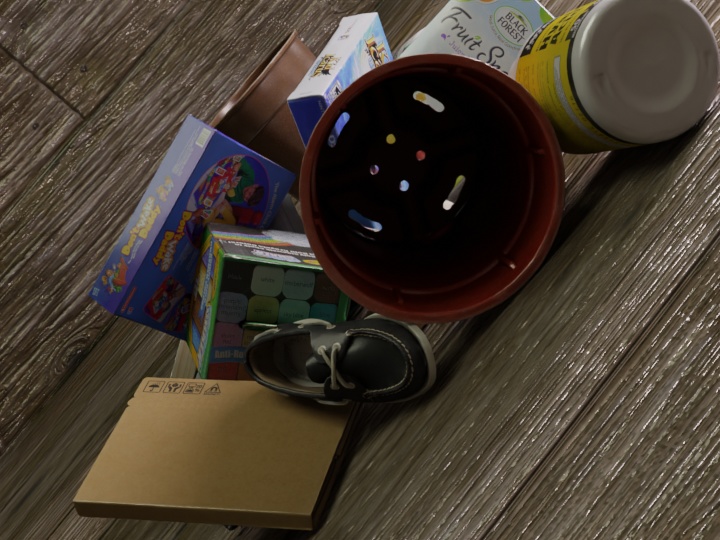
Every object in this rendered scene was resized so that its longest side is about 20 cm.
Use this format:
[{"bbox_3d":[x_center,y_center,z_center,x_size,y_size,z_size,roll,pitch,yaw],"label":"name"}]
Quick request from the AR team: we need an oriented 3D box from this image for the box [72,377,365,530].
[{"bbox_3d":[-0.111,0.144,1.235,0.199,0.021,0.164,1,33,16],"label":"box"}]

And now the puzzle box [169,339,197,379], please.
[{"bbox_3d":[-0.179,0.074,1.671,0.133,0.025,0.201,109,174,-61],"label":"puzzle box"}]

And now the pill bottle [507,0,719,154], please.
[{"bbox_3d":[0.180,-0.145,1.162,0.111,0.111,0.200,-51,11,-9],"label":"pill bottle"}]

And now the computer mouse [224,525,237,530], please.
[{"bbox_3d":[-0.136,0.179,1.395,0.044,0.110,0.200,-25,-2,-12],"label":"computer mouse"}]

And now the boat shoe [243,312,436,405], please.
[{"bbox_3d":[-0.020,0.070,1.203,0.060,0.074,0.200,-15,12,-36],"label":"boat shoe"}]

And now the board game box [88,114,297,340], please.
[{"bbox_3d":[-0.162,-0.036,1.507,0.045,0.134,0.200,31,92,38],"label":"board game box"}]

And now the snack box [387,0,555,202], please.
[{"bbox_3d":[0.108,-0.178,1.475,0.200,0.142,0.053,-46,-23,13],"label":"snack box"}]

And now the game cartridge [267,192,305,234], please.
[{"bbox_3d":[-0.105,0.015,1.619,0.134,0.040,0.201,-115,35,-49],"label":"game cartridge"}]

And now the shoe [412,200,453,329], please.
[{"bbox_3d":[0.041,0.005,1.351,0.070,0.053,0.200,-38,16,46],"label":"shoe"}]

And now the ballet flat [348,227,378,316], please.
[{"bbox_3d":[0.000,0.000,1.490,0.068,0.068,0.200,-54,12,-34],"label":"ballet flat"}]

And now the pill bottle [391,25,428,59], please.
[{"bbox_3d":[0.059,-0.202,1.822,0.200,0.113,0.113,-32,20,54],"label":"pill bottle"}]

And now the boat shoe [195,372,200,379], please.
[{"bbox_3d":[-0.124,0.087,1.556,0.072,0.062,0.201,-52,-15,-70],"label":"boat shoe"}]

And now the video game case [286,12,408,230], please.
[{"bbox_3d":[0.005,-0.136,1.582,0.045,0.201,0.181,-7,32,24],"label":"video game case"}]

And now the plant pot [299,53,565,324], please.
[{"bbox_3d":[0.043,-0.075,1.222,0.201,0.201,0.195,-49,12,3],"label":"plant pot"}]

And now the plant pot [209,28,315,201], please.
[{"bbox_3d":[-0.085,-0.199,2.155,0.200,0.198,0.200,-47,12,13],"label":"plant pot"}]

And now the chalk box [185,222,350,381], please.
[{"bbox_3d":[-0.084,0.041,1.408,0.200,0.124,0.124,-130,49,-72],"label":"chalk box"}]
